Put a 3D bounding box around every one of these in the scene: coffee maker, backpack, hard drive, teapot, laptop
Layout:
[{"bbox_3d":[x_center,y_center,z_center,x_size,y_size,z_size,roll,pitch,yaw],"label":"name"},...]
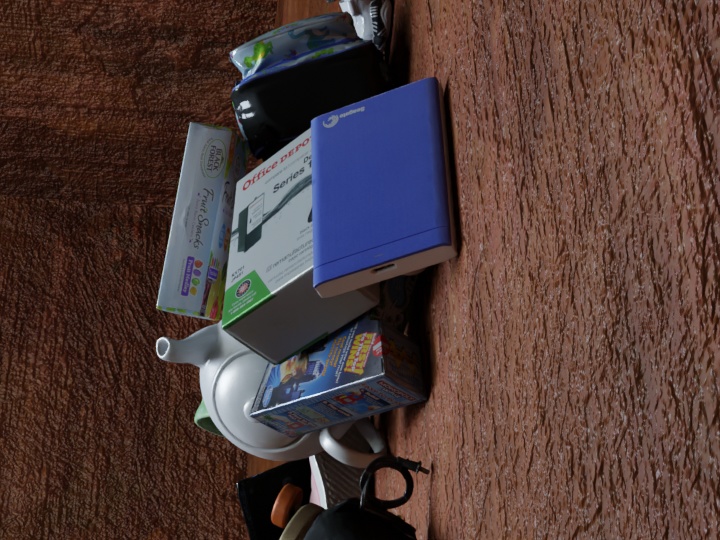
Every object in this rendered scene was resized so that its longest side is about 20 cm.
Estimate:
[{"bbox_3d":[0.004,0.261,1.335,0.200,0.133,0.194,-177,92,-82],"label":"coffee maker"},{"bbox_3d":[-0.054,-0.208,1.809,0.200,0.181,0.148,-15,-94,-89],"label":"backpack"},{"bbox_3d":[0.018,-0.078,1.444,0.025,0.131,0.201,53,-154,-46],"label":"hard drive"},{"bbox_3d":[-0.088,0.128,1.710,0.146,0.198,0.199,-56,-50,-69],"label":"teapot"},{"bbox_3d":[-0.080,0.310,1.889,0.103,0.199,0.179,-13,93,46],"label":"laptop"}]

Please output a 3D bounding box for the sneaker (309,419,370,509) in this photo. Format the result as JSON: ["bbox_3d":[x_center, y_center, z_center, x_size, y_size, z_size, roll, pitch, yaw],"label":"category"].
[{"bbox_3d":[-0.029,0.243,1.826,0.105,0.075,0.202,116,153,-58],"label":"sneaker"}]

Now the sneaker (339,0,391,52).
[{"bbox_3d":[-0.020,-0.341,1.894,0.075,0.114,0.202,-123,37,-78],"label":"sneaker"}]

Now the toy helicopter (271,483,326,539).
[{"bbox_3d":[-0.072,0.335,1.714,0.201,0.078,0.133,94,-158,-48],"label":"toy helicopter"}]

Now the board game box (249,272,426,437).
[{"bbox_3d":[-0.001,0.064,1.551,0.199,0.061,0.202,-2,63,53],"label":"board game box"}]

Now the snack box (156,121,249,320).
[{"bbox_3d":[-0.170,-0.050,1.741,0.142,0.052,0.202,60,-140,-85],"label":"snack box"}]

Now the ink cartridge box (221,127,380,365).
[{"bbox_3d":[-0.056,-0.031,1.568,0.146,0.083,0.201,-33,38,32],"label":"ink cartridge box"}]

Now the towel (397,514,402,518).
[{"bbox_3d":[0.024,0.348,1.585,0.086,0.018,0.202,-100,15,-58],"label":"towel"}]

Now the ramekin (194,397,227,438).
[{"bbox_3d":[-0.107,0.163,2.044,0.200,0.198,0.099,118,162,-73],"label":"ramekin"}]

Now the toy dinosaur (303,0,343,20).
[{"bbox_3d":[-0.015,-0.283,1.983,0.136,0.085,0.202,132,136,-67],"label":"toy dinosaur"}]

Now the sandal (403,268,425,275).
[{"bbox_3d":[0.032,-0.093,1.507,0.059,0.078,0.208,100,172,-57],"label":"sandal"}]
